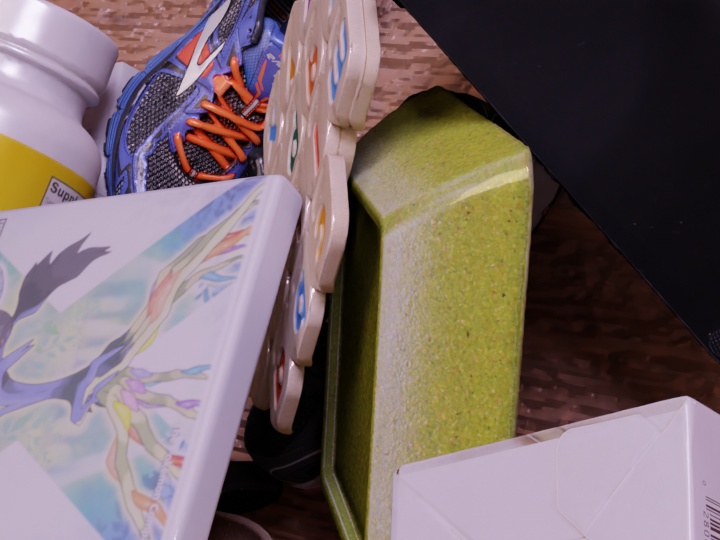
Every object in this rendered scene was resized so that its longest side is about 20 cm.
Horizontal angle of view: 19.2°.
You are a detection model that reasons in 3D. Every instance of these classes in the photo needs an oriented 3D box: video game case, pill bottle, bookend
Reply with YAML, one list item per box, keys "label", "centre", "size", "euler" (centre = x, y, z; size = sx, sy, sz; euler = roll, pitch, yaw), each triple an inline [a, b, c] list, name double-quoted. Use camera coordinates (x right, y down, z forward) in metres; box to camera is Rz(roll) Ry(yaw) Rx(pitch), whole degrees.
- label: "video game case"
  centre: [-0.124, 0.057, 0.830]
  size: [0.182, 0.022, 0.200]
  euler: [-6, 54, 31]
- label: "pill bottle"
  centre: [-0.189, -0.029, 1.005]
  size: [0.111, 0.111, 0.200]
  euler: [12, 77, 44]
- label: "bookend"
  centre: [0.106, -0.075, 0.873]
  size: [0.092, 0.199, 0.200]
  euler: [-41, 2, 5]

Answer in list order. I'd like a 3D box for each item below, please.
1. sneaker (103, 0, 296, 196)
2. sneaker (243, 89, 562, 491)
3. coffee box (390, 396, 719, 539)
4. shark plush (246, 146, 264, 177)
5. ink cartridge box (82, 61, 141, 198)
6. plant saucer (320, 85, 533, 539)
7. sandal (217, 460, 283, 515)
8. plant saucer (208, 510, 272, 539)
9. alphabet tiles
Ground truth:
- label: "sneaker"
  centre: [-0.058, -0.096, 1.046]
  size: [0.078, 0.075, 0.200]
  euler: [9, 68, 59]
- label: "sneaker"
  centre: [0.000, 0.000, 0.959]
  size: [0.080, 0.086, 0.200]
  euler: [35, 95, 47]
- label: "coffee box"
  centre: [0.113, 0.119, 0.716]
  size: [0.114, 0.200, 0.080]
  euler: [-16, 59, 34]
- label: "shark plush"
  centre: [-0.083, 0.005, 1.014]
  size: [0.091, 0.083, 0.200]
  euler: [16, 58, 22]
- label: "ink cartridge box"
  centre: [-0.161, 0.005, 1.102]
  size: [0.146, 0.084, 0.201]
  euler: [-9, 64, 38]
- label: "plant saucer"
  centre: [0.018, 0.037, 0.827]
  size: [0.200, 0.048, 0.200]
  euler: [-124, 37, -76]
- label: "sandal"
  centre: [-0.124, 0.089, 0.946]
  size: [0.075, 0.200, 0.045]
  euler: [-28, 69, 46]
- label: "plant saucer"
  centre: [-0.126, 0.149, 0.833]
  size: [0.200, 0.200, 0.037]
  euler: [-4, 107, 41]
- label: "alphabet tiles"
  centre: [-0.021, -0.041, 0.880]
  size: [0.196, 0.015, 0.200]
  euler: [-94, 16, -46]
